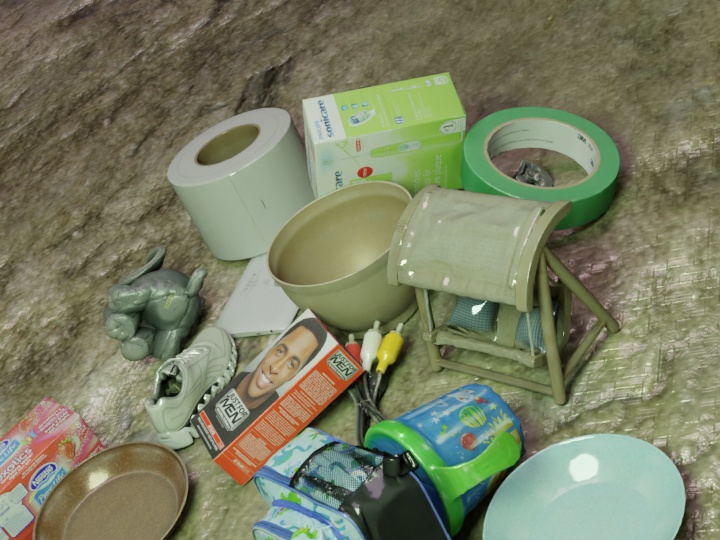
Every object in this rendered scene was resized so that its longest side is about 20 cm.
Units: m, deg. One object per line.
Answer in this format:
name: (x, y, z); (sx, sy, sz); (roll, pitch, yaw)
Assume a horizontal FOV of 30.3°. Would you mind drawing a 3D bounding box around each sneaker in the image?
sneaker: (-0.218, 0.135, 1.709); (0.075, 0.081, 0.200); (-12, 35, 26)

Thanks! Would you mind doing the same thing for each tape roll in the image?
tape roll: (0.229, -0.133, 1.697); (0.200, 0.048, 0.201); (1, 43, -1)
tape roll: (-0.166, -0.130, 1.961); (0.202, 0.139, 0.203); (-20, 29, 12)

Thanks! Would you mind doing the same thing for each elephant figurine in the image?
elephant figurine: (-0.292, 0.037, 1.864); (0.155, 0.142, 0.200); (1, 17, -6)

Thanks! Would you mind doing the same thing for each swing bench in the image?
swing bench: (0.150, 0.020, 1.481); (0.199, 0.200, 0.130); (11, 49, 44)

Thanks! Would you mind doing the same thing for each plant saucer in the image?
plant saucer: (-0.290, 0.291, 1.575); (0.200, 0.037, 0.201); (-14, 39, 12)
plant saucer: (0.218, 0.243, 1.277); (0.201, 0.039, 0.201); (-20, 35, 14)

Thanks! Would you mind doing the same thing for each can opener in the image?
can opener: (0.201, -0.066, 1.714); (0.067, 0.053, 0.200); (-43, 17, 46)

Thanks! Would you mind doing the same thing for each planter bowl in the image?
planter bowl: (0.000, 0.000, 1.679); (0.200, 0.135, 0.200); (-20, 34, 14)

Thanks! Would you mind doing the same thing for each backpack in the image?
backpack: (-0.018, 0.254, 1.306); (0.147, 0.183, 0.200); (-41, 30, -20)

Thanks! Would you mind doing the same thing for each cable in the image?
cable: (0.001, 0.141, 1.563); (0.097, 0.050, 0.200); (-16, 34, 20)

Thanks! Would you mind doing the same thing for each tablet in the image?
tablet: (-0.123, 0.020, 1.854); (0.130, 0.014, 0.200); (-7, 39, 29)

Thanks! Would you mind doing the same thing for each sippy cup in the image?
sippy cup: (0.095, 0.187, 1.371); (0.130, 0.140, 0.178); (-32, 43, -25)

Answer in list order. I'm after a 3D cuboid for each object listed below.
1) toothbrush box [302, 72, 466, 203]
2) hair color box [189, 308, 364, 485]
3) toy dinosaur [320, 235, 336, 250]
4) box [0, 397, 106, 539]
toothbrush box: (0.032, -0.164, 1.743); (0.200, 0.146, 0.086); (-10, 53, -7)
hair color box: (-0.101, 0.149, 1.584); (0.200, 0.061, 0.102); (-43, 34, -2)
toy dinosaur: (0.031, -0.073, 1.812); (0.200, 0.086, 0.136); (-8, 45, 3)
box: (-0.417, 0.268, 1.655); (0.095, 0.100, 0.200); (16, 54, 47)
